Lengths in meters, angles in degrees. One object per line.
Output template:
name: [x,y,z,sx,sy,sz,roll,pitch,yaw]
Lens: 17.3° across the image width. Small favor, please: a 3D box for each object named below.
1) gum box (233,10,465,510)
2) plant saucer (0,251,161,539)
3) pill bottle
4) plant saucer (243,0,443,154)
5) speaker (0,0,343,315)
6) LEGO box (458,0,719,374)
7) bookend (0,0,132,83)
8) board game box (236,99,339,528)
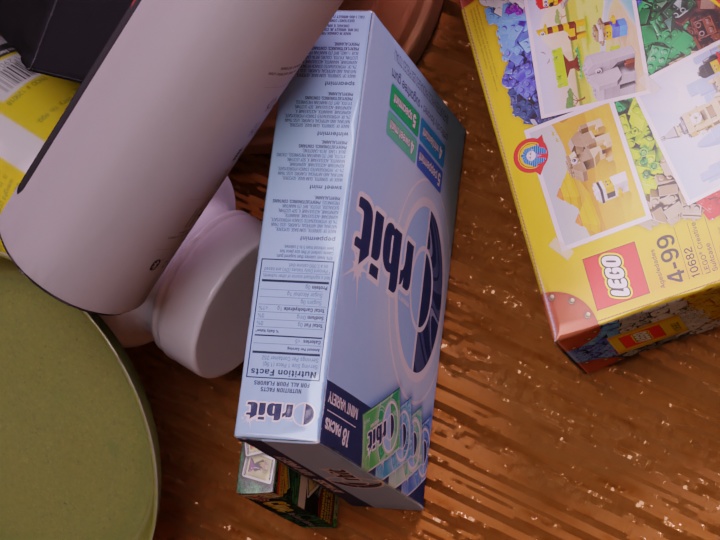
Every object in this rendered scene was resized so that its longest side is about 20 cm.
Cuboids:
gum box: [0.000,0.000,1.132,0.044,0.170,0.202,3,75,18]
plant saucer: [-0.172,0.080,1.197,0.199,0.031,0.202,13,114,32]
pill bottle: [-0.134,-0.029,1.217,0.199,0.111,0.112,32,86,23]
plant saucer: [-0.052,-0.163,1.268,0.199,0.037,0.202,-5,73,17]
speaker: [-0.083,-0.077,1.070,0.081,0.081,0.200,49,121,23]
LEGO box: [0.144,-0.072,1.155,0.148,0.077,0.201,-19,70,12]
bookend: [-0.185,-0.160,1.183,0.200,0.198,0.093,43,115,46]
board game box: [-0.025,0.020,1.171,0.023,0.105,0.202,1,76,20]
